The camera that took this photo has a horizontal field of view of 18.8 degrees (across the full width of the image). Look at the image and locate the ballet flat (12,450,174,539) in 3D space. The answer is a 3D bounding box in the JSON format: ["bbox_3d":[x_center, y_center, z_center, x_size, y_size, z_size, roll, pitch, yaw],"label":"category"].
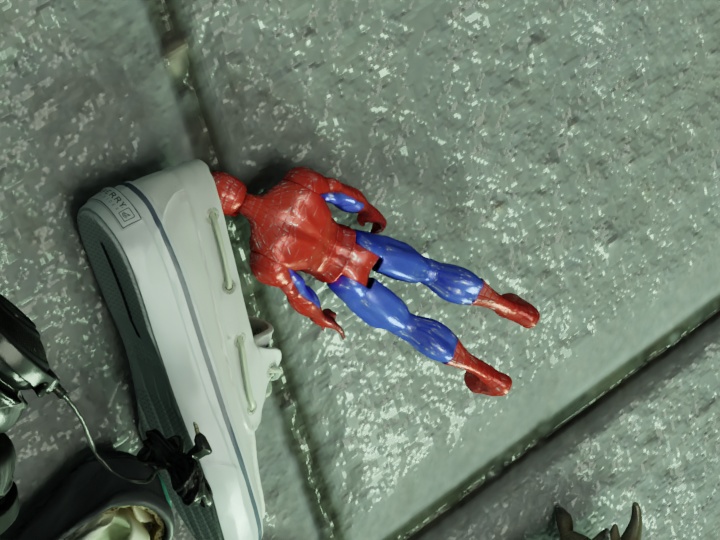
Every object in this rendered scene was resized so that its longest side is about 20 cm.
[{"bbox_3d":[-0.155,0.167,0.980,0.200,0.073,0.073,-48,132,-10],"label":"ballet flat"}]

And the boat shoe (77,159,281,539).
[{"bbox_3d":[-0.066,0.044,0.990,0.067,0.074,0.201,-29,125,-23],"label":"boat shoe"}]

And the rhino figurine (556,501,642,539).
[{"bbox_3d":[0.097,0.207,1.211,0.200,0.060,0.087,-49,122,-14],"label":"rhino figurine"}]

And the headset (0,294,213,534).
[{"bbox_3d":[-0.163,0.068,0.910,0.199,0.094,0.124,11,104,-30],"label":"headset"}]

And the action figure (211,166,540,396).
[{"bbox_3d":[0.000,0.000,1.043,0.200,0.052,0.066,30,85,-38],"label":"action figure"}]
